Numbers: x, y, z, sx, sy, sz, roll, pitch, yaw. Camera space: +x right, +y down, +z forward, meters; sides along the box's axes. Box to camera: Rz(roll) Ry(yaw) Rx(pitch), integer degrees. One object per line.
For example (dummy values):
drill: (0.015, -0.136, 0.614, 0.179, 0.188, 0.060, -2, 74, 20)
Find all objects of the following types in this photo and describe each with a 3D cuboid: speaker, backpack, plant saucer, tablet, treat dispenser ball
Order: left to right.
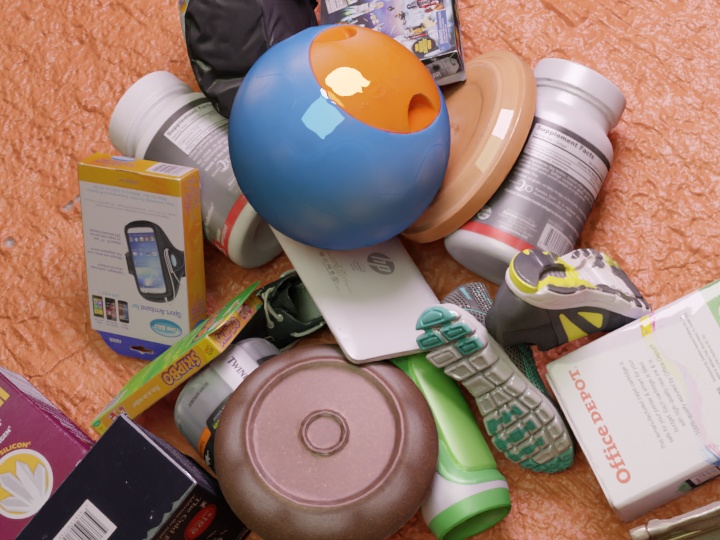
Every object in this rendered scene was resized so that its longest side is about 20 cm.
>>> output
backpack: (-0.107, -0.245, 1.651, 0.126, 0.200, 0.168, -4, 114, 10)
plant saucer: (-0.031, 0.148, 1.458, 0.199, 0.037, 0.201, -1, 62, 1)
treat dispenser ball: (-0.019, -0.119, 1.494, 0.200, 0.201, 0.202, -5, 71, 13)
tablet: (0.000, 0.000, 1.548, 0.130, 0.014, 0.200, -8, 53, -35)
speaker: (0.064, 0.144, 1.530, 0.088, 0.088, 0.201, -27, 67, 5)
plant saucer: (0.087, -0.121, 1.575, 0.200, 0.032, 0.201, -42, 30, 32)

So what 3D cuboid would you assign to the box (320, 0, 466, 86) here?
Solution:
box: (0.029, -0.245, 1.650, 0.136, 0.040, 0.201, -14, 42, 11)

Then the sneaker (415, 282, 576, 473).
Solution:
sneaker: (0.137, 0.092, 1.512, 0.077, 0.091, 0.200, -26, 106, 39)

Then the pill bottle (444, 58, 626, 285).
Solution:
pill bottle: (0.168, -0.088, 1.565, 0.115, 0.116, 0.201, 21, 78, 20)

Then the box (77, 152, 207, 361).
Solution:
box: (-0.211, -0.009, 1.628, 0.118, 0.041, 0.201, 11, 117, 24)

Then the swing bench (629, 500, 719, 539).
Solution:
swing bench: (0.352, 0.284, 1.387, 0.198, 0.130, 0.201, -20, 63, 9)

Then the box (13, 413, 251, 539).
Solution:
box: (-0.214, 0.255, 1.515, 0.104, 0.182, 0.200, 38, 85, 22)

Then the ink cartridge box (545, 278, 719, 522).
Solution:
ink cartridge box: (0.285, 0.113, 1.482, 0.199, 0.084, 0.145, -27, 67, 4)

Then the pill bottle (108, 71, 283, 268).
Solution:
pill bottle: (-0.150, -0.103, 1.656, 0.200, 0.114, 0.114, 39, 85, 23)

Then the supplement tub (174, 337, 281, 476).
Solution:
supplement tub: (-0.069, 0.169, 1.538, 0.123, 0.123, 0.200, -44, 66, -2)

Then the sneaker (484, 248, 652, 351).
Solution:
sneaker: (0.181, 0.030, 1.496, 0.085, 0.199, 0.075, -51, 52, 26)

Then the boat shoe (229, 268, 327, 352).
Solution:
boat shoe: (-0.061, 0.031, 1.615, 0.199, 0.060, 0.076, -23, 67, 7)

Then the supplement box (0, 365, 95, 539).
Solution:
supplement box: (-0.325, 0.195, 1.608, 0.200, 0.103, 0.131, 36, 85, 23)

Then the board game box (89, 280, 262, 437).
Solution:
board game box: (-0.168, 0.084, 1.564, 0.030, 0.096, 0.200, 46, 124, -6)
